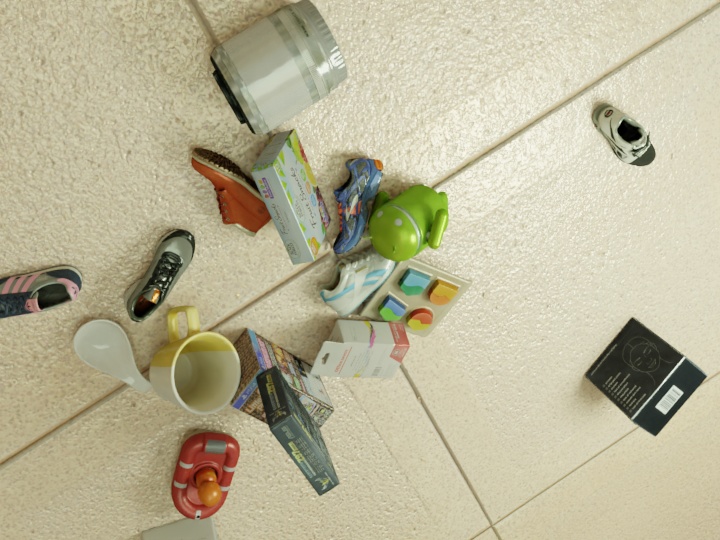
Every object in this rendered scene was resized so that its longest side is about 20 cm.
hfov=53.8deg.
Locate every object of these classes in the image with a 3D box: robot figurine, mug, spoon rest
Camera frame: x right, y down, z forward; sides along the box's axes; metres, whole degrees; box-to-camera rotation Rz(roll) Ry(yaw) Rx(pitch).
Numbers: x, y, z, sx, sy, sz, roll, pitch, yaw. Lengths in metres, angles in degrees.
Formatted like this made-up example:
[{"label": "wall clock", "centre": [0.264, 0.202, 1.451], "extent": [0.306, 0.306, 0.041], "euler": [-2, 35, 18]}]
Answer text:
[{"label": "robot figurine", "centre": [0.096, -0.093, 1.398], "extent": [0.199, 0.174, 0.117], "euler": [-35, 134, -38]}, {"label": "mug", "centre": [-0.328, 0.180, 1.379], "extent": [0.148, 0.152, 0.190], "euler": [31, 66, -35]}, {"label": "spoon rest", "centre": [-0.466, 0.171, 1.376], "extent": [0.099, 0.061, 0.200], "euler": [-40, 122, 2]}]

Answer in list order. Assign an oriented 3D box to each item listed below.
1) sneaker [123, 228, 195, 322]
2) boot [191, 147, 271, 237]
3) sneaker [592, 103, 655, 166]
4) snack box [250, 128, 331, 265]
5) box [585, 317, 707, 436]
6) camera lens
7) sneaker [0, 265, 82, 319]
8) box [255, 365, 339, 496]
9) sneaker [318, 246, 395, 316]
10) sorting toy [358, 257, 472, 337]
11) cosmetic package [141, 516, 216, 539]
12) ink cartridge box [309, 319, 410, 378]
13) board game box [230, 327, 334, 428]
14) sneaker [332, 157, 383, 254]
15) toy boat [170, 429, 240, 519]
[{"label": "sneaker", "centre": [-0.370, 0.014, 1.324], "extent": [0.073, 0.079, 0.201], "euler": [31, 100, -27]}, {"label": "boot", "centre": [-0.243, -0.139, 1.303], "extent": [0.199, 0.075, 0.107], "euler": [34, 105, -31]}, {"label": "sneaker", "centre": [0.587, -0.278, 1.531], "extent": [0.198, 0.089, 0.075], "euler": [29, 101, -30]}, {"label": "snack box", "centre": [-0.123, -0.135, 1.305], "extent": [0.052, 0.143, 0.202], "euler": [-9, 123, 21]}, {"label": "box", "centre": [0.707, 0.263, 1.771], "extent": [0.123, 0.197, 0.201], "euler": [32, 101, -31]}, {"label": "camera lens", "centre": [-0.140, -0.338, 1.190], "extent": [0.198, 0.160, 0.161], "euler": [-31, 121, -3]}, {"label": "sneaker", "centre": [-0.595, 0.049, 1.255], "extent": [0.197, 0.082, 0.071], "euler": [-21, 121, -9]}, {"label": "box", "centre": [-0.118, 0.298, 1.321], "extent": [0.051, 0.158, 0.202], "euler": [-31, 122, -2]}, {"label": "sneaker", "centre": [0.000, 0.000, 1.456], "extent": [0.081, 0.077, 0.200], "euler": [41, 93, -26]}, {"label": "sorting toy", "centre": [0.120, 0.065, 1.522], "extent": [0.197, 0.037, 0.186], "euler": [17, 127, -27]}, {"label": "cosmetic package", "centre": [-0.382, 0.686, 1.572], "extent": [0.163, 0.200, 0.170], "euler": [-14, 119, -14]}, {"label": "ink cartridge box", "centre": [-0.007, 0.168, 1.520], "extent": [0.196, 0.068, 0.117], "euler": [5, 133, -23]}, {"label": "board game box", "centre": [-0.172, 0.237, 1.457], "extent": [0.199, 0.160, 0.097], "euler": [35, 100, -29]}, {"label": "sneaker", "centre": [-0.021, -0.130, 1.396], "extent": [0.077, 0.075, 0.203], "euler": [15, 103, -13]}, {"label": "toy boat", "centre": [-0.330, 0.452, 1.519], "extent": [0.128, 0.131, 0.203], "euler": [10, 111, -24]}]
